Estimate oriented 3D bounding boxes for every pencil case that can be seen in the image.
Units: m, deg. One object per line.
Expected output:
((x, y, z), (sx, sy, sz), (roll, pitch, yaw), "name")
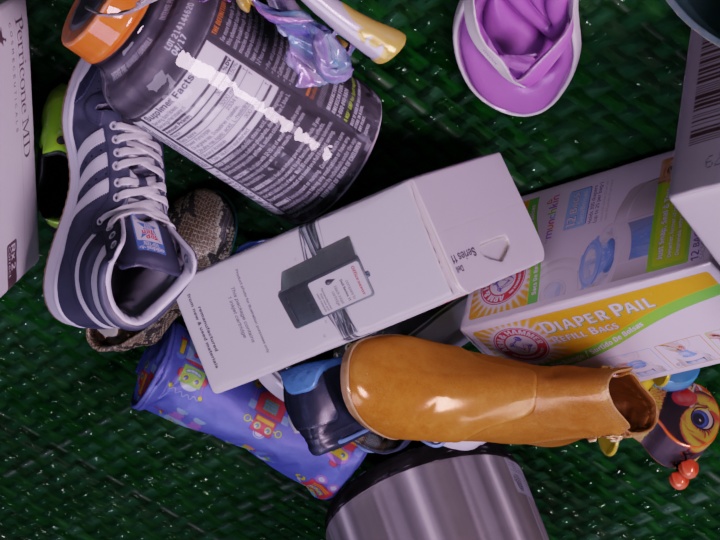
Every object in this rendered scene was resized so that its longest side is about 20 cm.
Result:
((-0.088, 0.112, 1.711), (0.200, 0.078, 0.087), (28, 167, -20), "pencil case")

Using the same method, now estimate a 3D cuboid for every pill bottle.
((-0.092, -0.122, 1.372), (0.200, 0.106, 0.106), (33, 140, -24), "pill bottle")

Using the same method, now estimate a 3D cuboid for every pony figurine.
((-0.055, -0.198, 1.247), (0.193, 0.167, 0.200), (-40, 120, 11), "pony figurine")

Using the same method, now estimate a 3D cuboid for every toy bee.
((0.221, 0.099, 1.564), (0.200, 0.109, 0.131), (6, 142, 11), "toy bee")

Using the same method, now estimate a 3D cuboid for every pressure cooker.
((0.075, 0.255, 1.706), (0.176, 0.200, 0.179), (-2, 147, -32), "pressure cooker")

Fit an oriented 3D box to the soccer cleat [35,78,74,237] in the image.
((-0.204, -0.050, 1.527), (0.067, 0.081, 0.200), (10, 144, 6), "soccer cleat")

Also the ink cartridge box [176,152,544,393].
((0.000, 0.000, 1.415), (0.200, 0.147, 0.083), (-22, 89, 29), "ink cartridge box")

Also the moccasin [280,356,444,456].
((0.008, 0.094, 1.454), (0.080, 0.068, 0.200), (-16, 172, 36), "moccasin")

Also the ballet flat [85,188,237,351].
((-0.156, 0.011, 1.592), (0.068, 0.075, 0.200), (54, 142, 9), "ballet flat")

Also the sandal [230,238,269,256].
((-0.025, 0.002, 1.545), (0.200, 0.080, 0.087), (-24, 126, 38), "sandal")

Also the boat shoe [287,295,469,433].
((0.022, 0.052, 1.572), (0.200, 0.057, 0.069), (-34, 165, 23), "boat shoe")

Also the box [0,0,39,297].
((-0.331, -0.082, 1.418), (0.200, 0.131, 0.199), (4, 111, 12), "box")

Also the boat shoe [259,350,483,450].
((0.020, 0.083, 1.645), (0.200, 0.070, 0.066), (21, 138, -11), "boat shoe")

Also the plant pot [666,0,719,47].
((0.265, -0.181, 1.125), (0.200, 0.201, 0.134), (-9, 161, 28), "plant pot")

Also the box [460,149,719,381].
((0.181, 0.003, 1.445), (0.200, 0.113, 0.101), (-16, 136, 36), "box")

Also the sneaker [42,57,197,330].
((-0.150, -0.056, 1.400), (0.070, 0.200, 0.108), (8, -177, -33), "sneaker")

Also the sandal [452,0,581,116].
((0.098, -0.155, 1.313), (0.082, 0.050, 0.203), (11, 144, 4), "sandal")

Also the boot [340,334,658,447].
((0.095, 0.076, 1.387), (0.144, 0.071, 0.201), (-6, 165, 36), "boot")

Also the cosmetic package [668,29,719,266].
((0.306, -0.062, 1.272), (0.165, 0.165, 0.200), (-14, 136, 33), "cosmetic package")
